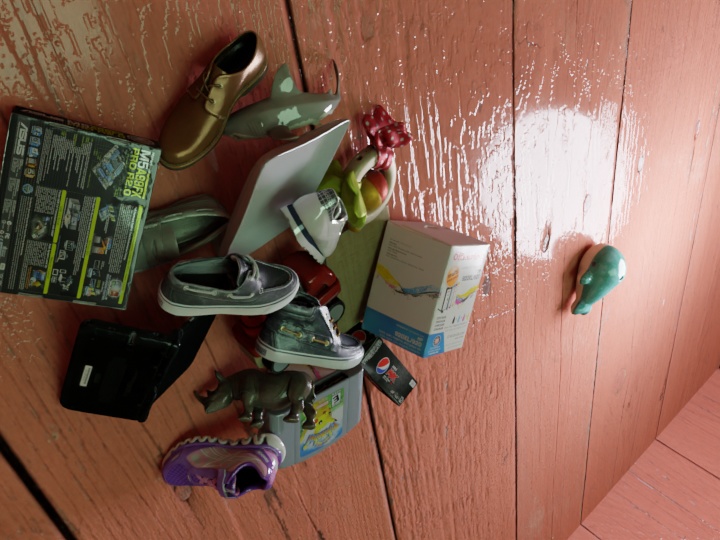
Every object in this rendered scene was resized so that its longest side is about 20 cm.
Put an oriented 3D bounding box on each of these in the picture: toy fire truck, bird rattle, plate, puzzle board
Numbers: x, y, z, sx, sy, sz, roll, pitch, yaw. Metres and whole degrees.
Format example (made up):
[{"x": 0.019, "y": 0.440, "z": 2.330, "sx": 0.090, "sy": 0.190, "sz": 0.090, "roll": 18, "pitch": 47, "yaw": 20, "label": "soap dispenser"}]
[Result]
[{"x": -0.131, "y": 0.022, "z": 1.043, "sx": 0.175, "sy": 0.128, "sz": 0.202, "roll": -40, "pitch": 146, "yaw": -21, "label": "toy fire truck"}, {"x": 0.007, "y": -0.152, "z": 1.109, "sx": 0.201, "sy": 0.111, "sz": 0.164, "roll": -56, "pitch": 153, "yaw": -24, "label": "bird rattle"}, {"x": -0.110, "y": -0.110, "z": 0.937, "sx": 0.199, "sy": 0.032, "sz": 0.201, "roll": -40, "pitch": 167, "yaw": -49, "label": "plate"}, {"x": 0.000, "y": 0.000, "z": 1.226, "sx": 0.150, "sy": 0.017, "sz": 0.203, "roll": -34, "pitch": 134, "yaw": -29, "label": "puzzle board"}]

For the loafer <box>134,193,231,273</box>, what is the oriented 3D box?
[{"x": -0.258, "y": -0.042, "z": 0.893, "sx": 0.198, "sy": 0.069, "sz": 0.071, "roll": -32, "pitch": 131, "yaw": -29, "label": "loafer"}]

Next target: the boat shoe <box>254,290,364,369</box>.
[{"x": -0.057, "y": 0.088, "z": 1.020, "sx": 0.198, "sy": 0.071, "sz": 0.092, "roll": 9, "pitch": 109, "yaw": -45, "label": "boat shoe"}]

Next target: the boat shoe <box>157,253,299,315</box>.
[{"x": -0.159, "y": 0.010, "z": 0.892, "sx": 0.197, "sy": 0.073, "sz": 0.068, "roll": -1, "pitch": 143, "yaw": -35, "label": "boat shoe"}]

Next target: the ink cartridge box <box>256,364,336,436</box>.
[{"x": -0.110, "y": 0.224, "z": 1.208, "sx": 0.198, "sy": 0.067, "sz": 0.119, "roll": 0, "pitch": 114, "yaw": -47, "label": "ink cartridge box"}]

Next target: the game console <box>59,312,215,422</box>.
[{"x": -0.290, "y": 0.103, "z": 0.925, "sx": 0.173, "sy": 0.118, "sz": 0.201, "roll": 15, "pitch": 135, "yaw": -21, "label": "game console"}]

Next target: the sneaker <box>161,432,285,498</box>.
[{"x": -0.216, "y": 0.312, "z": 1.080, "sx": 0.196, "sy": 0.089, "sz": 0.082, "roll": -7, "pitch": 123, "yaw": 1, "label": "sneaker"}]

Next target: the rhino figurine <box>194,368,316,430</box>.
[{"x": -0.162, "y": 0.194, "z": 1.074, "sx": 0.060, "sy": 0.195, "sz": 0.089, "roll": 78, "pitch": 15, "yaw": -60, "label": "rhino figurine"}]

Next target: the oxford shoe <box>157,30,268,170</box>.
[{"x": -0.186, "y": -0.214, "z": 0.848, "sx": 0.202, "sy": 0.071, "sz": 0.071, "roll": -58, "pitch": 178, "yaw": -12, "label": "oxford shoe"}]

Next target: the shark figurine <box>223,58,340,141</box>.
[{"x": -0.083, "y": -0.233, "z": 0.924, "sx": 0.212, "sy": 0.127, "sz": 0.091, "roll": -27, "pitch": 118, "yaw": -33, "label": "shark figurine"}]

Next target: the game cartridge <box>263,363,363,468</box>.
[{"x": -0.075, "y": 0.251, "z": 1.182, "sx": 0.198, "sy": 0.040, "sz": 0.136, "roll": -23, "pitch": 132, "yaw": -36, "label": "game cartridge"}]

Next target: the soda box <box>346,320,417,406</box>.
[{"x": 0.035, "y": 0.180, "z": 1.326, "sx": 0.064, "sy": 0.070, "sz": 0.201, "roll": -48, "pitch": 138, "yaw": -10, "label": "soda box"}]

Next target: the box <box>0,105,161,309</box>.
[{"x": -0.328, "y": -0.065, "z": 0.790, "sx": 0.157, "sy": 0.044, "sz": 0.204, "roll": 9, "pitch": 107, "yaw": -28, "label": "box"}]

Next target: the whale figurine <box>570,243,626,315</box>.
[{"x": 0.624, "y": 0.033, "z": 1.817, "sx": 0.157, "sy": 0.103, "sz": 0.203, "roll": 7, "pitch": 108, "yaw": -48, "label": "whale figurine"}]

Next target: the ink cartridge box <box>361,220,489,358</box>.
[{"x": 0.117, "y": 0.027, "z": 1.241, "sx": 0.146, "sy": 0.143, "sz": 0.204, "roll": -4, "pitch": 112, "yaw": -53, "label": "ink cartridge box"}]

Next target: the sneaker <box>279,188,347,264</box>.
[{"x": -0.052, "y": -0.067, "z": 1.007, "sx": 0.080, "sy": 0.077, "sz": 0.200, "roll": -35, "pitch": 173, "yaw": 2, "label": "sneaker"}]
